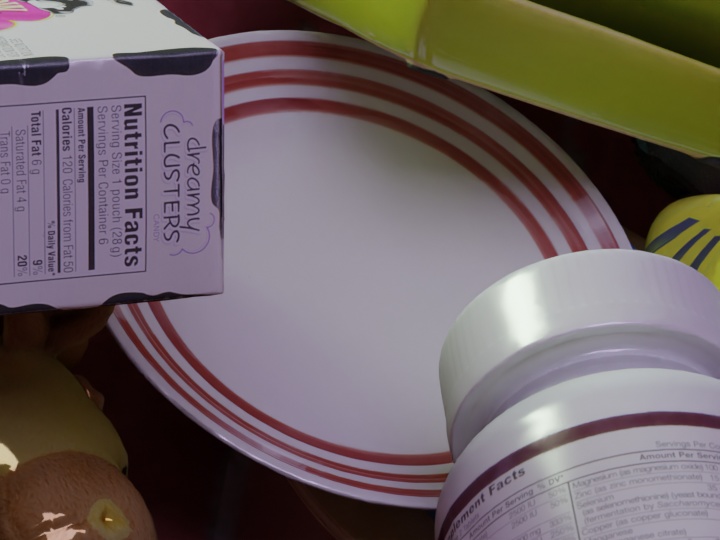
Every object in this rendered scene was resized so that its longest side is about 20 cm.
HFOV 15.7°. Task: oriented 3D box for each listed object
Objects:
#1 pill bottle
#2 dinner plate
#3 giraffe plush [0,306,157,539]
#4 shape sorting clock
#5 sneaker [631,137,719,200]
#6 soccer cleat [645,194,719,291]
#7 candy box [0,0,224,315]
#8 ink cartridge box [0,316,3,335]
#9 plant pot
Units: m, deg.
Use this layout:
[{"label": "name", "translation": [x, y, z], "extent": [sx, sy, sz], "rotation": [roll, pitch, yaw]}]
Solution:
[{"label": "pill bottle", "translation": [0.079, 0.098, 0.718], "extent": [0.109, 0.110, 0.201], "rotation": [2, 47, -12]}, {"label": "dinner plate", "translation": [0.000, 0.000, 0.854], "extent": [0.199, 0.024, 0.201], "rotation": [14, 46, -15]}, {"label": "giraffe plush", "translation": [-0.130, 0.084, 0.745], "extent": [0.162, 0.173, 0.201], "rotation": [-19, 76, -39]}, {"label": "shape sorting clock", "translation": [0.057, 0.046, 0.886], "extent": [0.199, 0.039, 0.201], "rotation": [13, 48, -15]}, {"label": "sneaker", "translation": [0.177, -0.097, 0.989], "extent": [0.079, 0.096, 0.200], "rotation": [39, 54, 17]}, {"label": "soccer cleat", "translation": [0.137, -0.002, 0.832], "extent": [0.064, 0.084, 0.200], "rotation": [-11, 18, -5]}, {"label": "candy box", "translation": [-0.154, -0.041, 0.726], "extent": [0.199, 0.072, 0.168], "rotation": [-6, 19, -20]}, {"label": "ink cartridge box", "translation": [-0.211, -0.007, 0.836], "extent": [0.199, 0.084, 0.176], "rotation": [-17, 59, -25]}, {"label": "plant pot", "translation": [0.076, -0.151, 0.905], "extent": [0.198, 0.182, 0.200], "rotation": [15, 9, -31]}]
